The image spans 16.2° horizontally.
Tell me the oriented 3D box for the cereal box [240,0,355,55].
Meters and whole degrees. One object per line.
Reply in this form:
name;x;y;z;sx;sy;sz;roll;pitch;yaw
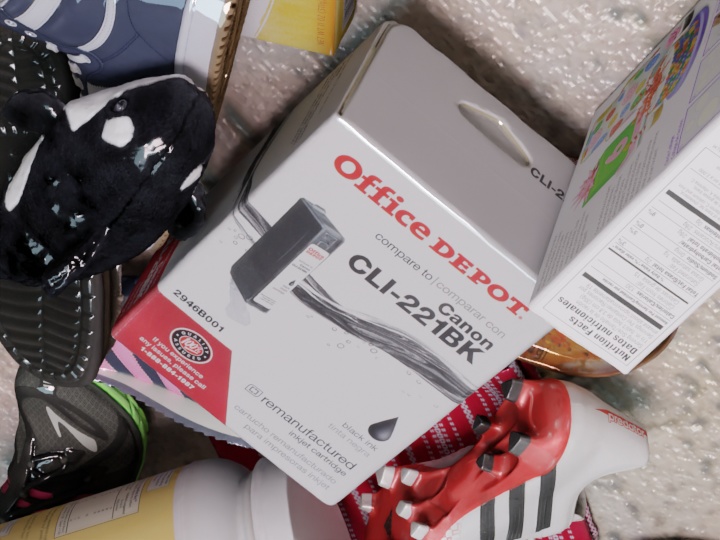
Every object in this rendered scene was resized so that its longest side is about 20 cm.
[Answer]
cereal box;-0.099;-0.183;1.160;0.199;0.040;0.144;13;135;11

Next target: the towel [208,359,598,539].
towel;0.017;0.104;1.367;0.199;0.023;0.145;-5;126;25

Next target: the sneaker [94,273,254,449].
sneaker;-0.115;0.022;1.336;0.199;0.070;0.082;23;102;11

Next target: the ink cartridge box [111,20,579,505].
ink cartridge box;0.000;0.000;1.197;0.144;0.084;0.200;39;130;-11

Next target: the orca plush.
orca plush;-0.144;-0.022;1.160;0.200;0.071;0.105;-14;130;35

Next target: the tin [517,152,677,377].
tin;0.064;-0.016;1.238;0.199;0.042;0.112;20;136;7

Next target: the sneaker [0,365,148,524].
sneaker;-0.166;0.125;1.410;0.077;0.084;0.200;17;135;16

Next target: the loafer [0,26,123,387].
loafer;-0.143;-0.036;1.264;0.073;0.071;0.201;15;120;25

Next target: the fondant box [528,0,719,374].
fondant box;0.161;-0.068;1.082;0.058;0.144;0.200;34;132;-11

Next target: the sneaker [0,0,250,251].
sneaker;-0.117;-0.094;1.178;0.108;0.070;0.200;19;141;-1

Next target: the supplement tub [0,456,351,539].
supplement tub;-0.107;0.182;1.320;0.199;0.146;0.146;-18;121;12

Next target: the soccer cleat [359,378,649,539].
soccer cleat;0.068;0.118;1.304;0.085;0.069;0.200;18;142;-25
